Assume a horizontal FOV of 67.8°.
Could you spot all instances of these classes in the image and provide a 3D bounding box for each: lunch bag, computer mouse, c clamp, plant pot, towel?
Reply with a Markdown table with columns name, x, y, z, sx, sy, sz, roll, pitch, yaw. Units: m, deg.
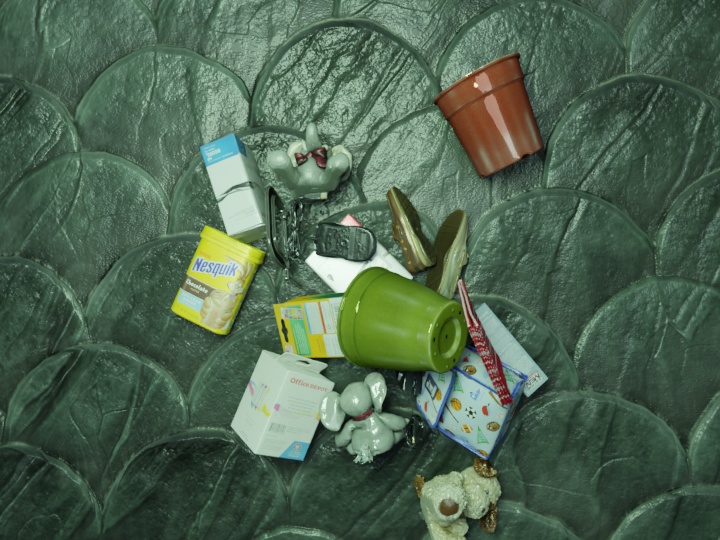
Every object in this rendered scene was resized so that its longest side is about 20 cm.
| name | x | y | z | sx | sy | sz | roll | pitch | yaw |
| --- | --- | --- | --- | --- | --- | --- | --- | --- | --- |
| lunch bag | 0.213 | 0.254 | 1.102 | 0.198 | 0.123 | 0.172 | 29 | 121 | 27 |
| computer mouse | 0.109 | 0.264 | 1.111 | 0.058 | 0.034 | 0.203 | 15 | 56 | -30 |
| computer mouse | -0.058 | -0.092 | 1.123 | 0.196 | 0.046 | 0.143 | 2 | 95 | 14 |
| c clamp | -0.176 | -0.075 | 1.175 | 0.027 | 0.171 | 0.204 | -11 | 72 | 11 |
| plant pot | 0.091 | 0.106 | 1.008 | 0.191 | 0.199 | 0.204 | 10 | 86 | 41 |
| plant pot | 0.282 | -0.315 | 1.136 | 0.198 | 0.201 | 0.198 | -25 | 94 | 2 |
| towel | 0.227 | 0.131 | 0.979 | 0.022 | 0.145 | 0.202 | -21 | 118 | 13 |

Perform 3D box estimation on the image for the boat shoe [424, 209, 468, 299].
| name | x | y | z | sx | sy | sz | roll | pitch | yaw |
| --- | --- | --- | --- | --- | --- | --- | --- | --- | --- |
| boat shoe | 0.202 | -0.032 | 1.182 | 0.064 | 0.072 | 0.203 | 21 | 82 | -32 |

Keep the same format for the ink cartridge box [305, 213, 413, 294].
| name | x | y | z | sx | sy | sz | roll | pitch | yaw |
| --- | --- | --- | --- | --- | --- | --- | --- | --- | --- |
| ink cartridge box | 0.000 | 0.000 | 1.178 | 0.200 | 0.083 | 0.147 | 44 | 89 | 5 |

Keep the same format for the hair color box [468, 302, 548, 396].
| name | x | y | z | sx | sy | sz | roll | pitch | yaw |
| --- | --- | --- | --- | --- | --- | --- | --- | --- | --- |
| hair color box | 0.299 | 0.165 | 1.142 | 0.060 | 0.099 | 0.201 | -39 | 85 | -1 |

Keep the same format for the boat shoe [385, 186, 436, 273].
| name | x | y | z | sx | sy | sz | roll | pitch | yaw |
| --- | --- | --- | --- | --- | --- | --- | --- | --- | --- |
| boat shoe | 0.097 | -0.089 | 1.182 | 0.067 | 0.072 | 0.203 | -30 | 73 | 28 |

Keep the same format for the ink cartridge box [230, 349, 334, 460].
| name | x | y | z | sx | sy | sz | roll | pitch | yaw |
| --- | --- | --- | --- | --- | --- | --- | --- | --- | --- |
| ink cartridge box | -0.159 | 0.271 | 1.128 | 0.128 | 0.124 | 0.203 | 26 | 86 | -39 |

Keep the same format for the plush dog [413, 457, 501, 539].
| name | x | y | z | sx | sy | sz | roll | pitch | yaw |
| --- | --- | --- | --- | --- | --- | --- | --- | --- | --- |
| plush dog | 0.215 | 0.478 | 1.128 | 0.169 | 0.161 | 0.203 | -12 | 114 | -11 |

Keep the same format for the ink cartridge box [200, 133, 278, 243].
| name | x | y | z | sx | sy | sz | roll | pitch | yaw |
| --- | --- | --- | --- | --- | --- | --- | --- | --- | --- |
| ink cartridge box | -0.261 | -0.172 | 1.173 | 0.083 | 0.145 | 0.203 | -19 | 85 | 4 |

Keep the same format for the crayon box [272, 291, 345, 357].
| name | x | y | z | sx | sy | sz | roll | pitch | yaw |
| --- | --- | --- | --- | --- | --- | --- | --- | --- | --- |
| crayon box | -0.087 | 0.118 | 1.151 | 0.197 | 0.051 | 0.128 | -7 | 99 | 33 |

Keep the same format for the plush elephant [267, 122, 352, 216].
| name | x | y | z | sx | sy | sz | roll | pitch | yaw |
| --- | --- | --- | --- | --- | --- | --- | --- | --- | --- |
| plush elephant | -0.101 | -0.237 | 1.163 | 0.161 | 0.201 | 0.157 | -2 | 63 | 2 |

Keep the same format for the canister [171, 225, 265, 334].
| name | x | y | z | sx | sy | sz | roll | pitch | yaw |
| --- | --- | --- | --- | --- | --- | --- | --- | --- | --- |
| canister | -0.318 | 0.023 | 1.195 | 0.147 | 0.087 | 0.203 | 24 | 90 | 5 |

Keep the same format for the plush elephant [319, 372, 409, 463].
| name | x | y | z | sx | sy | sz | roll | pitch | yaw |
| --- | --- | --- | --- | --- | --- | --- | --- | --- | --- |
| plush elephant | 0.007 | 0.297 | 1.112 | 0.162 | 0.200 | 0.158 | -16 | 83 | 10 |
